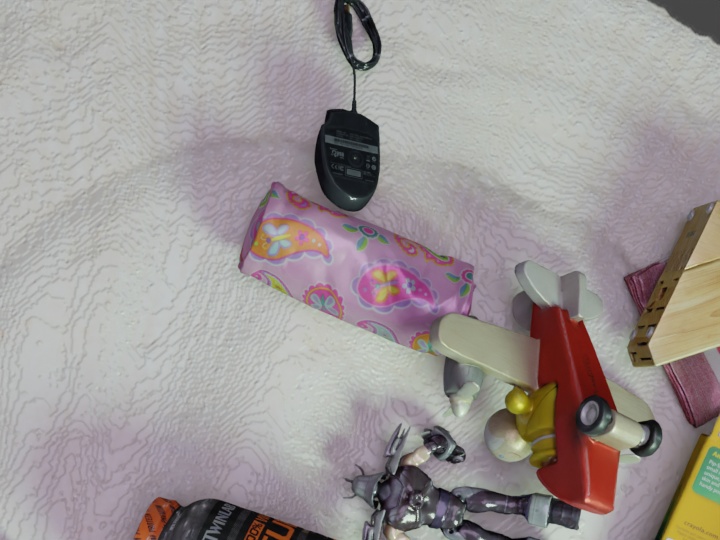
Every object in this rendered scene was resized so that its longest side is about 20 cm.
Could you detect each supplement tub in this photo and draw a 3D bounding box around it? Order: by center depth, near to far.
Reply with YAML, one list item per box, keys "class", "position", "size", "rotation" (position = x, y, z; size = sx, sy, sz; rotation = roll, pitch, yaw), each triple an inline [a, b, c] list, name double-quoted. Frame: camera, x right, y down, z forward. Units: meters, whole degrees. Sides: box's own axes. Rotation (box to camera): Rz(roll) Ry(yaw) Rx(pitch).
- class: "supplement tub"
  position: [-0.083, 0.256, 1.313]
  size: [0.199, 0.123, 0.123]
  rotation: [18, 83, 5]

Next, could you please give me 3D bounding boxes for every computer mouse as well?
- class: "computer mouse"
  position: [-0.012, -0.141, 1.397]
  size: [0.058, 0.034, 0.201]
  rotation: [14, 65, -25]

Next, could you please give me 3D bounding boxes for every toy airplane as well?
- class: "toy airplane"
  position: [0.150, 0.095, 1.350]
  size: [0.200, 0.199, 0.141]
  rotation: [48, 119, 3]

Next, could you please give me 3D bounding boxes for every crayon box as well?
- class: "crayon box"
  position: [0.317, 0.225, 1.386]
  size: [0.125, 0.052, 0.201]
  rotation: [24, 89, 6]

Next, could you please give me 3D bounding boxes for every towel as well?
- class: "towel"
  position: [0.344, 0.029, 1.439]
  size: [0.199, 0.023, 0.145]
  rotation: [-25, 89, -8]

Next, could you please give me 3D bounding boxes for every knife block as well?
- class: "knife block"
  position: [0.343, 0.025, 1.396]
  size: [0.175, 0.064, 0.201]
  rotation: [28, 83, -4]

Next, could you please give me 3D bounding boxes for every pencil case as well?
- class: "pencil case"
  position: [0.000, 0.000, 1.376]
  size: [0.199, 0.087, 0.088]
  rotation: [22, 83, -5]

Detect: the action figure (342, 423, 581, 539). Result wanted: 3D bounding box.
- class: "action figure"
  position: [0.080, 0.202, 1.375]
  size: [0.199, 0.069, 0.131]
  rotation: [16, 91, -1]
